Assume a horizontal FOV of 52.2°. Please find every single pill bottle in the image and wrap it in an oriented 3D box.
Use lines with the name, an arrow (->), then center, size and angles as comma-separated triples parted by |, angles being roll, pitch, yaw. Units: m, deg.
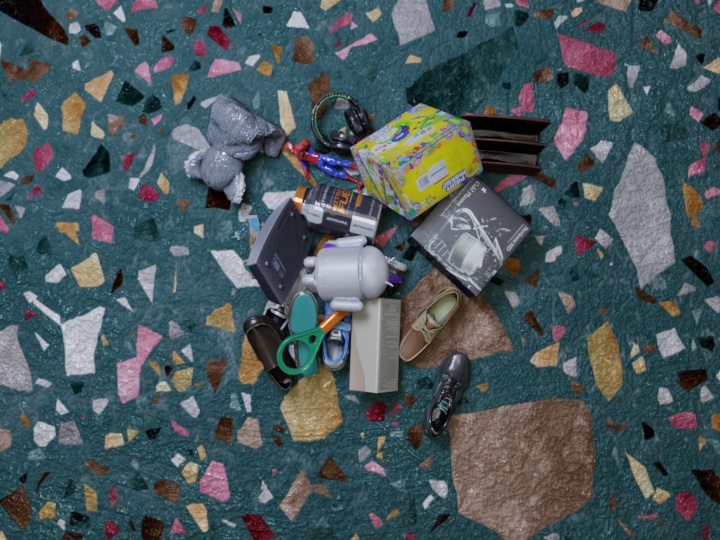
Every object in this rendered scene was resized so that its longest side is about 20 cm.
pill bottle -> -0.054, -0.130, 1.640 | 0.195, 0.106, 0.109 | 14, 87, 2

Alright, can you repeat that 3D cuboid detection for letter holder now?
letter holder -> 0.309, -0.279, 1.624 | 0.195, 0.142, 0.103 | 5, 87, 1

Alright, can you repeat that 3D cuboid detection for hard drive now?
hard drive -> -0.169, -0.042, 1.550 | 0.041, 0.136, 0.202 | -4, 43, 28

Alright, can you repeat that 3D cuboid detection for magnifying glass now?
magnifying glass -> -0.098, 0.142, 1.580 | 0.199, 0.022, 0.080 | -42, 107, -7

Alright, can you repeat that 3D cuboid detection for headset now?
headset -> -0.020, -0.314, 1.655 | 0.198, 0.094, 0.125 | 36, 88, -14

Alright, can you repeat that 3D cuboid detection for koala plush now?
koala plush -> -0.292, -0.266, 1.630 | 0.175, 0.184, 0.202 | 32, 100, 3

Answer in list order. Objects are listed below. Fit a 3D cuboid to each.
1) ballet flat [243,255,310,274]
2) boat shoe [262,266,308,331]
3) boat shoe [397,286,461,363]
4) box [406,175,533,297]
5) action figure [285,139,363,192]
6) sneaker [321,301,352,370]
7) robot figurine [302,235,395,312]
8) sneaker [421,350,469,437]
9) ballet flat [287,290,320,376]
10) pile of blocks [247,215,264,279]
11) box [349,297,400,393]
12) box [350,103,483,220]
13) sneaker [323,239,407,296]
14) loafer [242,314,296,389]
ballet flat -> -0.165, -0.011, 1.667 | 0.195, 0.069, 0.064 | 13, 59, -1
boat shoe -> -0.172, 0.083, 1.623 | 0.072, 0.066, 0.203 | 23, 107, -6
boat shoe -> 0.151, 0.115, 1.639 | 0.075, 0.074, 0.201 | 38, 88, 3
box -> 0.238, -0.080, 1.626 | 0.196, 0.124, 0.201 | 41, 88, 1
action figure -> -0.089, -0.232, 1.651 | 0.197, 0.099, 0.066 | 26, 129, 4
sneaker -> -0.049, 0.122, 1.639 | 0.072, 0.082, 0.205 | 2, 86, 3
robot figurine -> -0.023, 0.007, 1.568 | 0.195, 0.113, 0.174 | -3, 70, 13
sneaker -> 0.196, 0.277, 1.628 | 0.074, 0.079, 0.204 | 20, 86, 2
ballet flat -> -0.124, 0.132, 1.623 | 0.072, 0.074, 0.205 | 1, 109, 1
pile of blocks -> -0.213, -0.066, 1.613 | 0.061, 0.202, 0.083 | -2, 131, -11
box -> 0.033, 0.162, 1.619 | 0.076, 0.094, 0.205 | 0, 85, 35
box -> 0.117, -0.236, 1.556 | 0.198, 0.192, 0.123 | -33, 125, -13
sneaker -> 0.000, 0.000, 1.651 | 0.196, 0.070, 0.102 | 20, 90, 3
loafer -> -0.188, 0.180, 1.595 | 0.072, 0.072, 0.202 | -28, 124, 2
